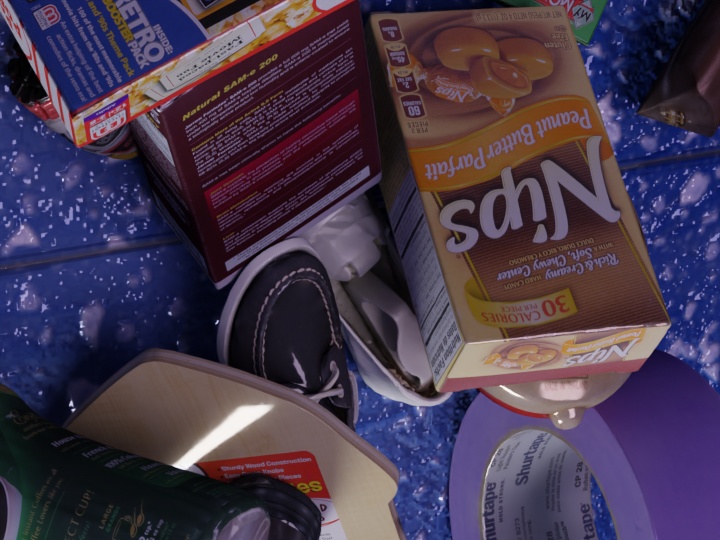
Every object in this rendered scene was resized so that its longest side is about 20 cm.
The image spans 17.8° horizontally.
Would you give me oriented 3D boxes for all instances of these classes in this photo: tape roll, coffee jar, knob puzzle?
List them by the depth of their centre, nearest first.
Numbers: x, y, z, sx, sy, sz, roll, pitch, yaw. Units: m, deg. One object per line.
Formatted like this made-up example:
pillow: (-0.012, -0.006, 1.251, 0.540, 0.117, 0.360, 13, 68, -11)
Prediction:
coffee jar: (-0.150, 0.123, 1.114, 0.085, 0.199, 0.105, -6, 116, -69)
knob puzzle: (-0.073, 0.111, 1.198, 0.218, 0.031, 0.221, 5, 131, 6)
tape roll: (0.140, 0.149, 1.314, 0.084, 0.200, 0.202, -11, 114, -31)

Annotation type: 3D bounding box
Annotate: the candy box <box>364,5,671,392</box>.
candy box: (0.074, -0.041, 1.194, 0.114, 0.201, 0.055, -5, 150, -19)

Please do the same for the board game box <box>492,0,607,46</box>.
board game box: (0.075, -0.219, 1.235, 0.199, 0.029, 0.135, 22, 95, -38)

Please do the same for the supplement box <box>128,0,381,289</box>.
supplement box: (-0.053, -0.079, 1.098, 0.108, 0.061, 0.200, -34, 159, -11)

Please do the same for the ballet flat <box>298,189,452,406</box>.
ballet flat: (0.000, 0.000, 1.246, 0.069, 0.069, 0.201, -42, 126, -13)

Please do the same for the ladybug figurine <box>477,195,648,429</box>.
ladybug figurine: (0.086, -0.001, 1.250, 0.135, 0.201, 0.072, 0, 150, -15)

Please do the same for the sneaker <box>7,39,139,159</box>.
sneaker: (-0.083, -0.140, 1.138, 0.200, 0.078, 0.082, -46, 134, -2)

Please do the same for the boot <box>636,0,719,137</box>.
boot: (0.228, -0.168, 1.290, 0.201, 0.064, 0.186, -54, 169, -4)

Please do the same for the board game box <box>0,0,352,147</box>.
board game box: (-0.071, -0.168, 0.988, 0.199, 0.046, 0.152, -28, 80, -10)

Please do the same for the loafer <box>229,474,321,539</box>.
loafer: (-0.097, 0.185, 1.196, 0.072, 0.073, 0.200, 31, 128, -16)

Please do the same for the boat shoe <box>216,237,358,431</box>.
boat shoe: (-0.034, 0.072, 1.219, 0.073, 0.060, 0.201, -20, 137, -28)
